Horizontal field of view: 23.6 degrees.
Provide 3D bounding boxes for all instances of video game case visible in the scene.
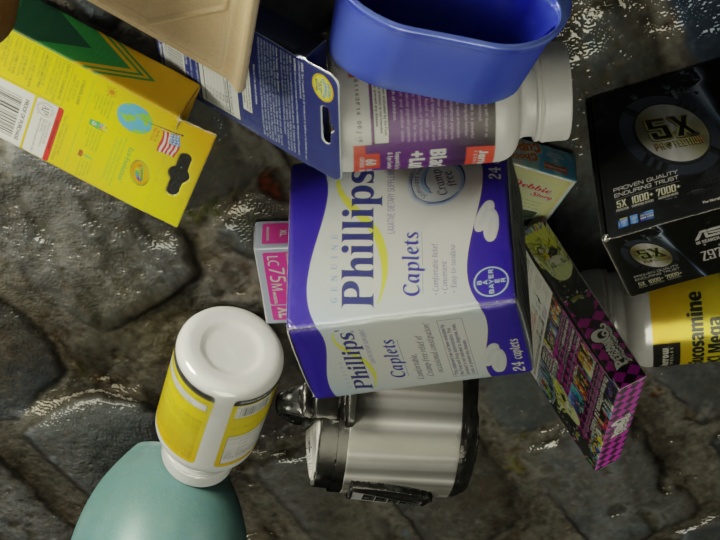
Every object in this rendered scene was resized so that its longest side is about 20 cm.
[{"bbox_3d":[0.198,0.074,1.630,0.036,0.182,0.201,-25,154,-12],"label":"video game case"}]

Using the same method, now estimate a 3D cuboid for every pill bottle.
[{"bbox_3d":[-0.151,0.137,1.781,0.111,0.113,0.201,9,140,-11],"label":"pill bottle"},{"bbox_3d":[0.073,-0.144,1.438,0.198,0.112,0.112,-4,141,-1],"label":"pill bottle"},{"bbox_3d":[0.314,0.033,1.656,0.198,0.113,0.113,-6,140,7],"label":"pill bottle"}]

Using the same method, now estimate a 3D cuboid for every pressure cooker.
[{"bbox_3d":[0.013,0.138,1.738,0.198,0.180,0.177,4,129,-7],"label":"pressure cooker"}]

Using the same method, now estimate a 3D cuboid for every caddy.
[{"bbox_3d":[0.063,-0.216,1.333,0.198,0.143,0.105,9,145,-12],"label":"caddy"}]

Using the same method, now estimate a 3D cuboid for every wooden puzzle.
[{"bbox_3d":[-0.151,-0.248,1.304,0.199,0.037,0.186,34,145,12],"label":"wooden puzzle"}]

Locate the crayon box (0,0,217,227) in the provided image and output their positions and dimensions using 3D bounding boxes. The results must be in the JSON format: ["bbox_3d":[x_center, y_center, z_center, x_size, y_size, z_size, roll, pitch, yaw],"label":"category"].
[{"bbox_3d":[-0.219,-0.132,1.459,0.199,0.051,0.127,28,136,-3],"label":"crayon box"}]

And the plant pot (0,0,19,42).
[{"bbox_3d":[-0.307,-0.291,1.234,0.185,0.187,0.201,16,123,-19],"label":"plant pot"}]

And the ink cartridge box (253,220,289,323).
[{"bbox_3d":[0.000,0.000,1.675,0.197,0.042,0.120,-4,141,2],"label":"ink cartridge box"}]

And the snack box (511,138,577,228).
[{"bbox_3d":[0.084,-0.084,1.572,0.198,0.037,0.116,15,139,-18],"label":"snack box"}]

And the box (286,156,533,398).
[{"bbox_3d":[0.042,-0.005,1.493,0.198,0.185,0.105,-8,142,11],"label":"box"}]

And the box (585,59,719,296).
[{"bbox_3d":[0.303,-0.089,1.469,0.198,0.165,0.086,-15,139,19],"label":"box"}]

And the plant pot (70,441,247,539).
[{"bbox_3d":[-0.212,0.265,1.898,0.198,0.136,0.200,8,163,2],"label":"plant pot"}]

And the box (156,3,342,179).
[{"bbox_3d":[-0.085,-0.162,1.394,0.199,0.032,0.122,33,148,24],"label":"box"}]
